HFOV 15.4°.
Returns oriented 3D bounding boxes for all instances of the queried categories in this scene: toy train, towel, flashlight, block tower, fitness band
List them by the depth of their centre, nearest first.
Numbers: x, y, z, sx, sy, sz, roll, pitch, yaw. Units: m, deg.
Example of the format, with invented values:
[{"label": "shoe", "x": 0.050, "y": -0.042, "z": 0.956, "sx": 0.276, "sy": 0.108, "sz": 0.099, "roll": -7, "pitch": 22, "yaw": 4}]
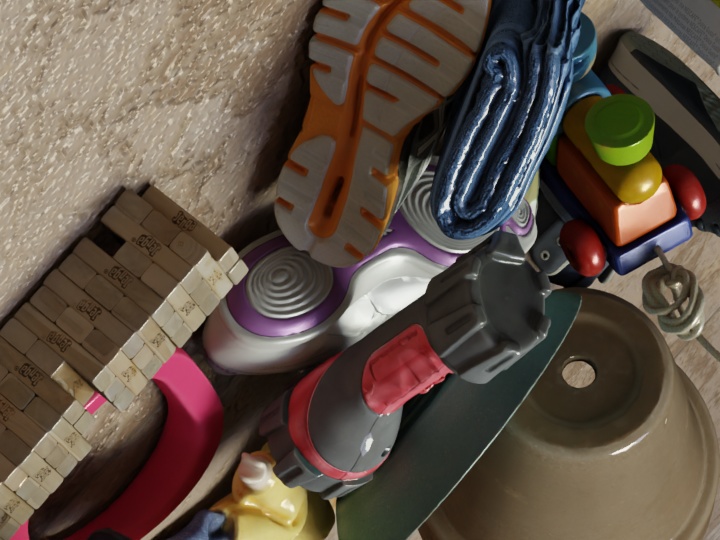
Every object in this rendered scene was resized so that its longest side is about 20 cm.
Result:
[{"label": "block tower", "x": -0.142, "y": 0.051, "z": 1.233, "sx": 0.200, "sy": 0.058, "sz": 0.054, "roll": -50, "pitch": 159, "yaw": -7}, {"label": "towel", "x": 0.075, "y": -0.090, "z": 1.318, "sx": 0.200, "sy": 0.048, "sz": 0.112, "roll": -75, "pitch": -174, "yaw": -68}, {"label": "flashlight", "x": 0.022, "y": 0.054, "z": 1.318, "sx": 0.068, "sy": 0.068, "sz": 0.200, "roll": -44, "pitch": -175, "yaw": -37}, {"label": "fitness band", "x": -0.134, "y": 0.100, "z": 1.359, "sx": 0.144, "sy": 0.037, "sz": 0.200, "roll": -50, "pitch": 160, "yaw": -10}, {"label": "toy train", "x": 0.150, "y": -0.049, "z": 1.466, "sx": 0.085, "sy": 0.200, "sz": 0.116, "roll": -29, "pitch": 146, "yaw": -11}]

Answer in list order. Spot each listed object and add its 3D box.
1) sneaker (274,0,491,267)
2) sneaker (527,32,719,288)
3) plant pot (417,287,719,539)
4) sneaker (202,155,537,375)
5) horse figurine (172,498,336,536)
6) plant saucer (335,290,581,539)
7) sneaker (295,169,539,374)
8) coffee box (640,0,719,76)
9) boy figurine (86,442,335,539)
[{"label": "sneaker", "x": 0.016, "y": -0.097, "z": 1.300, "sx": 0.077, "sy": 0.078, "sz": 0.200, "roll": -46, "pitch": 166, "yaw": -53}, {"label": "sneaker", "x": 0.183, "y": -0.025, "z": 1.575, "sx": 0.077, "sy": 0.202, "sz": 0.146, "roll": 13, "pitch": 119, "yaw": -46}, {"label": "plant pot", "x": 0.127, "y": 0.097, "z": 1.643, "sx": 0.200, "sy": 0.200, "sz": 0.175, "roll": -44, "pitch": 160, "yaw": -18}, {"label": "sneaker", "x": 0.000, "y": 0.000, "z": 1.408, "sx": 0.200, "sy": 0.075, "sz": 0.100, "roll": -20, "pitch": 163, "yaw": -27}, {"label": "horse figurine", "x": -0.044, "y": 0.149, "z": 1.568, "sx": 0.200, "sy": 0.050, "sz": 0.133, "roll": -39, "pitch": 138, "yaw": 3}, {"label": "plant saucer", "x": 0.045, "y": 0.080, "z": 1.454, "sx": 0.200, "sy": 0.036, "sz": 0.200, "roll": -51, "pitch": -176, "yaw": 4}, {"label": "sneaker", "x": 0.024, "y": -0.007, "z": 1.466, "sx": 0.200, "sy": 0.077, "sz": 0.089, "roll": -57, "pitch": 142, "yaw": 3}, {"label": "coffee box", "x": 0.263, "y": -0.184, "z": 1.360, "sx": 0.199, "sy": 0.200, "sz": 0.198, "roll": 24, "pitch": 107, "yaw": -30}, {"label": "boy figurine", "x": -0.074, "y": 0.139, "z": 1.417, "sx": 0.200, "sy": 0.064, "sz": 0.125, "roll": -30, "pitch": 153, "yaw": -56}]
